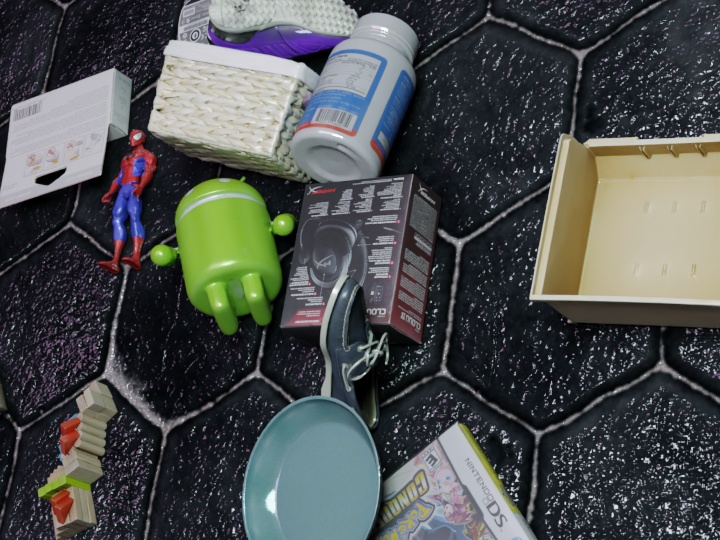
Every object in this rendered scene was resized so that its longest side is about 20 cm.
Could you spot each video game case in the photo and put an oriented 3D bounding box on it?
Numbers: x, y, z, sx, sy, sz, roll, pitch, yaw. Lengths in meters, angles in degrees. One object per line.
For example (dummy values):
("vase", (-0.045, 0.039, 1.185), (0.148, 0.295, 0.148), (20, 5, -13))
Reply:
("video game case", (0.071, 0.284, 1.395), (0.200, 0.026, 0.181), (-41, 53, 12))

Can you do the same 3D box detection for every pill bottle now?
("pill bottle", (0.001, -0.202, 1.601), (0.112, 0.112, 0.200), (1, 55, 34))

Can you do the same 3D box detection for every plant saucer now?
("plant saucer", (-0.045, 0.235, 1.450), (0.200, 0.036, 0.200), (-15, 67, 39))

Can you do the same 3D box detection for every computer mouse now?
("computer mouse", (-0.209, -0.280, 1.833), (0.110, 0.044, 0.200), (-10, 69, 35))

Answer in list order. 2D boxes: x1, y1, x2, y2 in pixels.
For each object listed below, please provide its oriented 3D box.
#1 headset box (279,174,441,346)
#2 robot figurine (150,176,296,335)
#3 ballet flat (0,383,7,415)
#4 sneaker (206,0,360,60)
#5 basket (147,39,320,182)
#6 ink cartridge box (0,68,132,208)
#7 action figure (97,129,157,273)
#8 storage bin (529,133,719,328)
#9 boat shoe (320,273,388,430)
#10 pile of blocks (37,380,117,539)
("headset box", (0.000, 0.000, 1.540), (0.149, 0.077, 0.200), (-4, 68, 32))
("robot figurine", (-0.159, -0.025, 1.632), (0.175, 0.116, 0.200), (-16, 57, 1))
("ballet flat", (-0.538, 0.137, 1.846), (0.200, 0.068, 0.067), (17, 72, 36))
("sneaker", (-0.099, -0.296, 1.718), (0.200, 0.100, 0.070), (1, 54, -15))
("basket", (-0.145, -0.194, 1.674), (0.200, 0.136, 0.123), (15, 84, 25))
("ink cartridge box", (-0.419, -0.179, 1.923), (0.200, 0.045, 0.176), (-14, 61, 29))
("action figure", (-0.309, -0.098, 1.813), (0.065, 0.052, 0.200), (-12, 60, 33))
("storage bin", (0.294, -0.046, 1.354), (0.200, 0.094, 0.199), (1, 70, 34))
("boat shoe", (-0.005, 0.092, 1.443), (0.062, 0.200, 0.075), (19, 38, 21))
("pile of blocks", (-0.363, 0.231, 1.686), (0.082, 0.062, 0.200), (-6, 66, 32))
